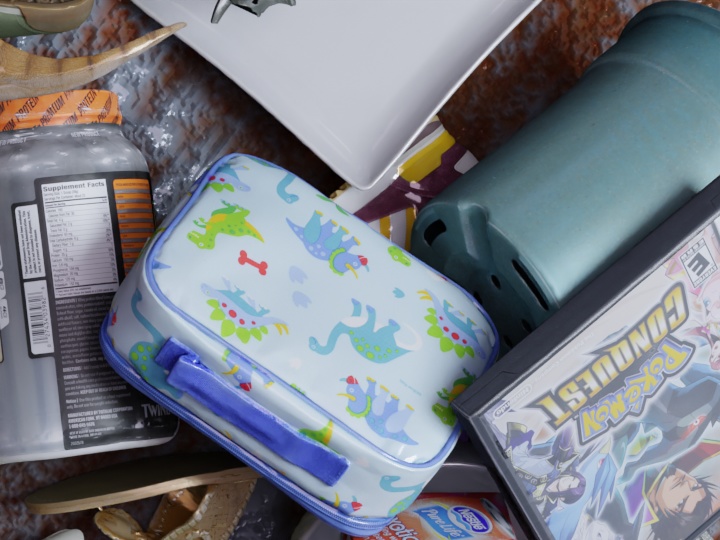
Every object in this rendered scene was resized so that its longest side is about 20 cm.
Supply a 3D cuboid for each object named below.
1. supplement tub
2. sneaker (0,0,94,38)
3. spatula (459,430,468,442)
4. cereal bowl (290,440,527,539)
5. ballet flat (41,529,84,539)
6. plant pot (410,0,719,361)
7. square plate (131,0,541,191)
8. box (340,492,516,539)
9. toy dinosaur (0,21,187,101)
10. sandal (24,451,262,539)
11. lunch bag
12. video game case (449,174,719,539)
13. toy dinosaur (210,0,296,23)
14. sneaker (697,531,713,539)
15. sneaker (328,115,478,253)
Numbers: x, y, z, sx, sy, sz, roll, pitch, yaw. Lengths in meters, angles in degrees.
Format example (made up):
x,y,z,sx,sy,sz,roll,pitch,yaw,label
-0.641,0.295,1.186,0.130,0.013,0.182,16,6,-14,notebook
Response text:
x,y,z,sx,sy,sz,roll,pitch,yaw,label
-0.172,0.004,1.487,0.122,0.122,0.202,-6,87,-14,supplement tub
-0.250,-0.157,1.492,0.199,0.090,0.067,12,52,-3,sneaker
-0.031,0.074,1.570,0.199,0.021,0.057,17,86,-12,spatula
0.047,0.186,1.533,0.198,0.083,0.202,-2,111,-4,cereal bowl
-0.153,0.186,1.516,0.199,0.067,0.067,16,61,-15,ballet flat
0.147,-0.021,1.513,0.196,0.200,0.201,-33,94,-25,plant pot
-0.006,-0.174,1.566,0.198,0.028,0.200,40,77,11,square plate
0.036,0.232,1.452,0.095,0.100,0.202,0,110,-5,box
-0.204,-0.104,1.414,0.198,0.060,0.107,11,85,11,toy dinosaur
-0.083,0.138,1.523,0.210,0.078,0.070,-16,100,-11,sandal
-0.034,0.040,1.429,0.199,0.083,0.161,34,39,-3,lunch bag
0.163,0.074,1.442,0.200,0.025,0.181,-39,128,-11,video game case
-0.084,-0.222,1.491,0.102,0.137,0.200,31,32,25,toy dinosaur
0.178,0.114,1.591,0.082,0.078,0.201,-35,95,-15,sneaker
0.000,0.000,1.556,0.200,0.075,0.090,-42,91,-12,sneaker
